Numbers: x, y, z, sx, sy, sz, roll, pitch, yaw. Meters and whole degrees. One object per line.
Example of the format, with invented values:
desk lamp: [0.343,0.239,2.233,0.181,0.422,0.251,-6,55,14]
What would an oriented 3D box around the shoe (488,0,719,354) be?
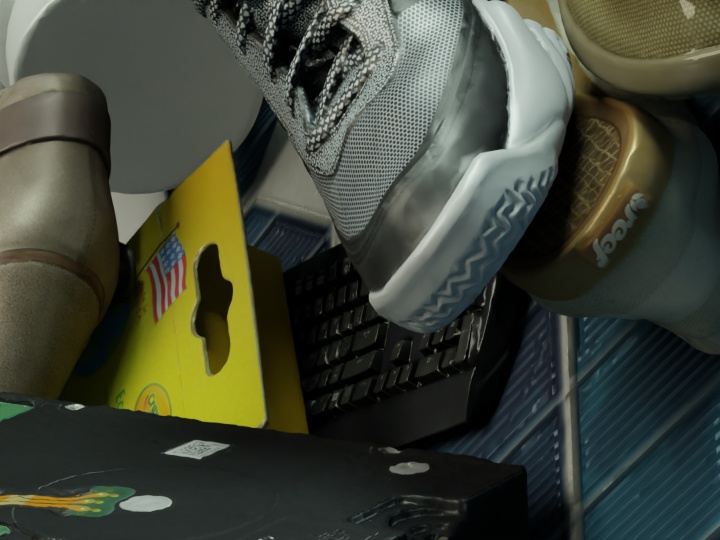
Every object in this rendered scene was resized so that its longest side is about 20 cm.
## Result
shoe: [0.049,-0.029,0.724,0.070,0.053,0.200,-58,21,11]

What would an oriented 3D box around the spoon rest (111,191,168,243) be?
spoon rest: [-0.098,0.004,1.044,0.100,0.060,0.200,-63,9,10]

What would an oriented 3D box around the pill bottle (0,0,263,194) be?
pill bottle: [-0.090,-0.115,1.056,0.115,0.114,0.200,-59,23,23]

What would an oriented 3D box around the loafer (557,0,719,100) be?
loafer: [0.072,-0.106,0.683,0.200,0.076,0.068,-107,-1,-59]

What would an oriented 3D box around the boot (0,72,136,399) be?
boot: [-0.144,0.022,0.900,0.200,0.070,0.147,-17,54,44]

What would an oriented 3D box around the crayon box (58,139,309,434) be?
crayon box: [-0.075,0.072,0.868,0.200,0.051,0.127,-47,33,30]

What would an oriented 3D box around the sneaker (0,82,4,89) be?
sneaker: [-0.155,0.005,1.175,0.082,0.077,0.201,37,107,41]

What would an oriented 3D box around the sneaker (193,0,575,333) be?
sneaker: [-0.018,-0.065,0.688,0.076,0.114,0.200,-53,23,25]

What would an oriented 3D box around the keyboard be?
keyboard: [0.000,0.000,0.859,0.200,0.021,0.128,-24,48,60]

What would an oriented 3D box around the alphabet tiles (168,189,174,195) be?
alphabet tiles: [-0.112,0.012,1.136,0.200,0.006,0.167,-42,32,48]

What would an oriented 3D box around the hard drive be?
hard drive: [-0.076,0.070,0.702,0.199,0.140,0.038,6,105,32]
